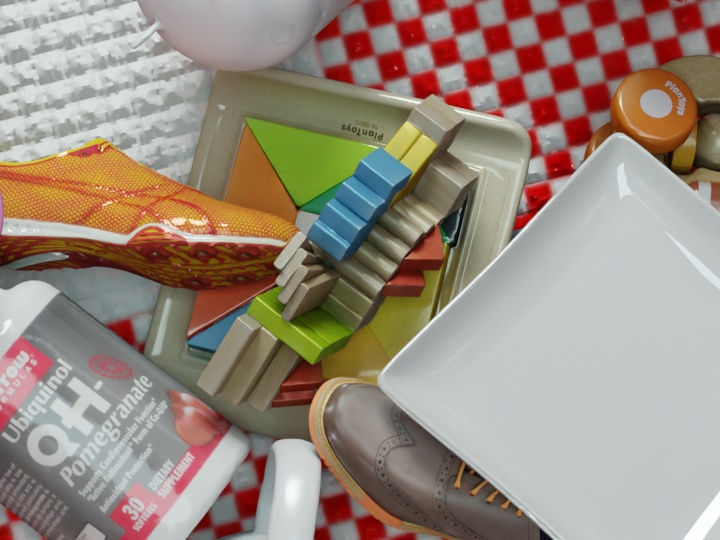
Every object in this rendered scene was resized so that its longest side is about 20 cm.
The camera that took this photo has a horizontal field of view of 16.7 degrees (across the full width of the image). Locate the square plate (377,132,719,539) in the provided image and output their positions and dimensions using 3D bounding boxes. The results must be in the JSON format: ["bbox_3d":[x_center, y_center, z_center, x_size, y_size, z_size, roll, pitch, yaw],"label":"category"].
[{"bbox_3d":[0.144,0.057,1.267,0.198,0.028,0.200,41,71,13],"label":"square plate"}]

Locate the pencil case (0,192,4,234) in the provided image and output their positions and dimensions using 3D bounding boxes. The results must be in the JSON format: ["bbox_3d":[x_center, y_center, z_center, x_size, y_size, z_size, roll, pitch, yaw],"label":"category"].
[{"bbox_3d":[-0.277,-0.018,1.269,0.091,0.200,0.094,43,57,-29],"label":"pencil case"}]

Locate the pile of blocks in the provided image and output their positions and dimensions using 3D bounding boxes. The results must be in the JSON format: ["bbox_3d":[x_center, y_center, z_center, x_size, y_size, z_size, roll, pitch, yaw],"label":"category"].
[{"bbox_3d":[0.000,0.000,1.289,0.062,0.082,0.200,37,87,11],"label":"pile of blocks"}]

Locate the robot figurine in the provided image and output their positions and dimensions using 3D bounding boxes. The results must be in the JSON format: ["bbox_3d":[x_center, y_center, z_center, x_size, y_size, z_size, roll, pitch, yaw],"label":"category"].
[{"bbox_3d":[-0.048,-0.180,1.308,0.113,0.170,0.200,42,46,2],"label":"robot figurine"}]

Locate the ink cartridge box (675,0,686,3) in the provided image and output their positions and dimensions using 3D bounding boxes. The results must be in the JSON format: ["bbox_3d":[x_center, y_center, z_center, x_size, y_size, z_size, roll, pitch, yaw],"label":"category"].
[{"bbox_3d":[0.140,-0.222,1.306,0.200,0.067,0.116,25,83,20],"label":"ink cartridge box"}]

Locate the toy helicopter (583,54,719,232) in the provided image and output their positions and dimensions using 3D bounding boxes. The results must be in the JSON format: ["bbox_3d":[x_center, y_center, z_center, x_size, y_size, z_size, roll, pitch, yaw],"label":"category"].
[{"bbox_3d":[0.220,-0.032,1.344,0.132,0.079,0.200,-20,70,-18],"label":"toy helicopter"}]

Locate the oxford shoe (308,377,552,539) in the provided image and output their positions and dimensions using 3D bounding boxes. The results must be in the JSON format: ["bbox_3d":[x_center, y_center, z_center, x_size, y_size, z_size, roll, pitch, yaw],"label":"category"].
[{"bbox_3d":[0.064,0.110,1.284,0.200,0.073,0.071,31,62,-22],"label":"oxford shoe"}]

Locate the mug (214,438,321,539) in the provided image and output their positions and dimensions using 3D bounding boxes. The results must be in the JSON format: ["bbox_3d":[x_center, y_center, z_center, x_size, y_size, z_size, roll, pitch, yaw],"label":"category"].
[{"bbox_3d":[-0.046,0.188,1.283,0.147,0.175,0.200,7,87,-3],"label":"mug"}]

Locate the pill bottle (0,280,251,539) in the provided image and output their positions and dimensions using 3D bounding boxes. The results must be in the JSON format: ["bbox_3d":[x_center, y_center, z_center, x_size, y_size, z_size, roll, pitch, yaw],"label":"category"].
[{"bbox_3d":[-0.167,0.076,1.314,0.200,0.111,0.111,37,86,-1],"label":"pill bottle"}]

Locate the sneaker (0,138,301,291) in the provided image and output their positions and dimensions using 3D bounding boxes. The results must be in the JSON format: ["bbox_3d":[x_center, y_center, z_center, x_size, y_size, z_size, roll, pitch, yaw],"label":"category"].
[{"bbox_3d":[-0.125,-0.036,1.323,0.200,0.073,0.077,9,69,11],"label":"sneaker"}]

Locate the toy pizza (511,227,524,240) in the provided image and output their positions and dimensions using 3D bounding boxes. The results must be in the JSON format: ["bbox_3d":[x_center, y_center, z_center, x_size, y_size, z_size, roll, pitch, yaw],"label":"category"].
[{"bbox_3d":[0.121,0.072,1.371,0.200,0.032,0.201,0,87,0],"label":"toy pizza"}]

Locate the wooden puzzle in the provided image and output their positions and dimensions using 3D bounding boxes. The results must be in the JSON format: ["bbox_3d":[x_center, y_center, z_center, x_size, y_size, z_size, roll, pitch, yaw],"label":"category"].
[{"bbox_3d":[-0.016,-0.003,1.348,0.185,0.037,0.200,13,87,9],"label":"wooden puzzle"}]
